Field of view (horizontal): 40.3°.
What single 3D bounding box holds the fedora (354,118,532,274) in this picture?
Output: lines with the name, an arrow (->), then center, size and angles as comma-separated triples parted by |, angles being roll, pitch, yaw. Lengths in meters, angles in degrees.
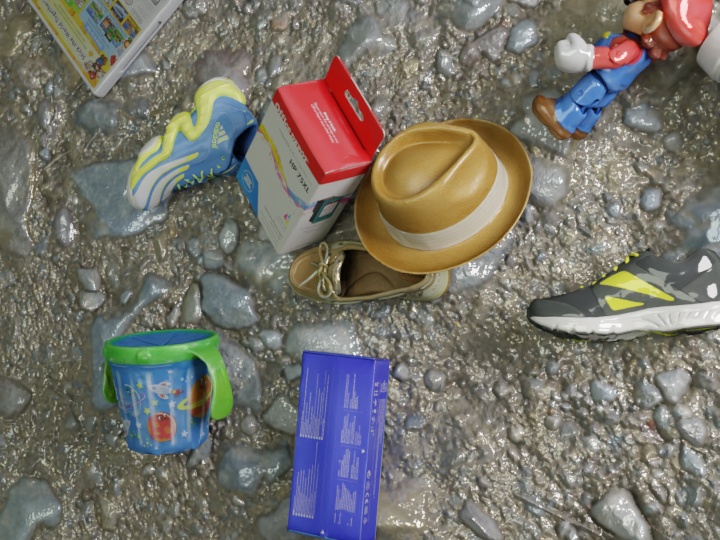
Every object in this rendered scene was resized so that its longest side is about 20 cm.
fedora -> 0.076, -0.095, 1.019 | 0.198, 0.082, 0.203 | -11, 59, 18

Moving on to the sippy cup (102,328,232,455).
sippy cup -> -0.232, 0.144, 1.163 | 0.138, 0.178, 0.133 | -4, 96, -18

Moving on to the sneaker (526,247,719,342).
sneaker -> 0.261, 0.023, 0.961 | 0.197, 0.074, 0.086 | -4, 78, 17

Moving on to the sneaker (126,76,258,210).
sneaker -> -0.200, -0.134, 1.194 | 0.105, 0.076, 0.201 | 44, 104, 22

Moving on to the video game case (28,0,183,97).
video game case -> -0.344, -0.366, 1.315 | 0.182, 0.023, 0.201 | -44, 70, 16

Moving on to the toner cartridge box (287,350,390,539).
toner cartridge box -> -0.024, 0.195, 1.096 | 0.094, 0.043, 0.203 | 4, 87, 27

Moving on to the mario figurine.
mario figurine -> 0.250, -0.224, 0.951 | 0.106, 0.124, 0.200 | 37, 121, -13

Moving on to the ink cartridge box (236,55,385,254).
ink cartridge box -> -0.058, -0.124, 1.073 | 0.117, 0.067, 0.200 | 59, 144, 19

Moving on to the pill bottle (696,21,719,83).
pill bottle -> 0.400, -0.149, 0.876 | 0.113, 0.112, 0.201 | -43, 69, 17

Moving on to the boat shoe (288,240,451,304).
boat shoe -> 0.000, 0.000, 1.089 | 0.197, 0.062, 0.075 | -3, 84, 26
